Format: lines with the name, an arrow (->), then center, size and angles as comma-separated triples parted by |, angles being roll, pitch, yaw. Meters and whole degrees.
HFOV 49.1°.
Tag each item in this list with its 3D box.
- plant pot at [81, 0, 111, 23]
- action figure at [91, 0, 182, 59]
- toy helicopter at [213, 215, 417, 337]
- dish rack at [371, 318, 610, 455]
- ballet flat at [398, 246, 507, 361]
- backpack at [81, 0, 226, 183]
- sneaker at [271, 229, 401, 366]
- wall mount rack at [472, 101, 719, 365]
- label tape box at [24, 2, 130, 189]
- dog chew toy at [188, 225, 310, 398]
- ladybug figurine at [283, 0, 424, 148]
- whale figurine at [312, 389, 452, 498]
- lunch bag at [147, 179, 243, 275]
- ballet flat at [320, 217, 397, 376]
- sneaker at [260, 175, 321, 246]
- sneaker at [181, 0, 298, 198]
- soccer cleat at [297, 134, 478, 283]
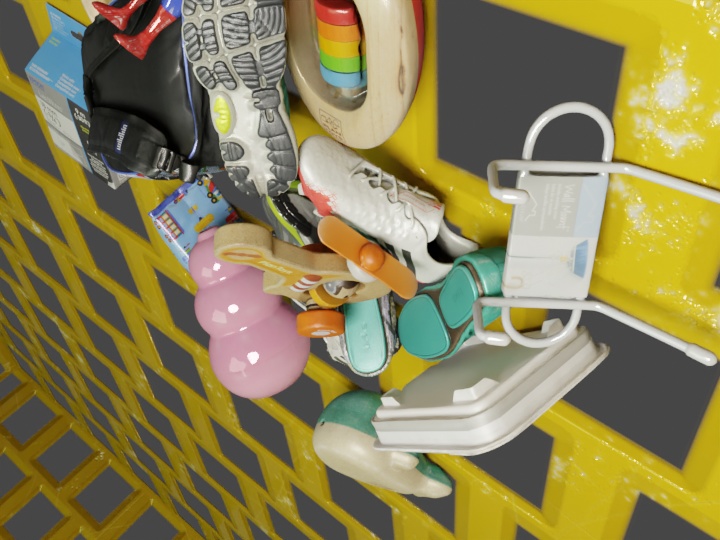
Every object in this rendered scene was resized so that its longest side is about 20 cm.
plant pot -> -0.240, -0.285, 0.846 | 0.198, 0.027, 0.202 | 35, 147, 25
action figure -> -0.127, -0.257, 0.563 | 0.066, 0.200, 0.099 | 50, -171, 23
toy helicopter -> -0.039, -0.003, 0.658 | 0.130, 0.081, 0.198 | -11, 161, 33
dish rack -> 0.102, 0.098, 0.695 | 0.044, 0.170, 0.199 | 61, 150, -4
ballet flat -> 0.094, 0.033, 0.707 | 0.200, 0.069, 0.069 | 127, 125, -66
backpack -> -0.174, -0.173, 0.727 | 0.187, 0.152, 0.206 | 0, 91, 40
sneaker -> -0.047, 0.047, 0.923 | 0.200, 0.076, 0.116 | 43, 148, 5
wall mount rack -> 0.169, -0.008, 0.554 | 0.169, 0.075, 0.204 | 2, 122, 2
label tape box -> -0.374, -0.229, 1.053 | 0.143, 0.063, 0.202 | 32, 147, 25
dog chew toy -> -0.138, 0.045, 0.925 | 0.123, 0.123, 0.204 | -6, 111, 55
ladybug figurine -> -0.003, -0.184, 0.599 | 0.135, 0.072, 0.202 | 34, 147, 25
whale figurine -> 0.035, 0.228, 1.028 | 0.197, 0.106, 0.158 | 30, 156, -19
lunch bag -> -0.219, -0.033, 1.063 | 0.152, 0.094, 0.199 | 52, 160, -12
ballet flat -> 0.000, 0.000, 0.790 | 0.071, 0.071, 0.206 | -2, 94, 53
sneaker -> -0.041, -0.024, 0.853 | 0.203, 0.073, 0.081 | 59, 158, -7
sneaker -> -0.090, -0.157, 0.609 | 0.075, 0.080, 0.204 | -4, 124, -2
soccer cleat -> 0.026, -0.054, 0.681 | 0.084, 0.070, 0.199 | -8, 143, 43
